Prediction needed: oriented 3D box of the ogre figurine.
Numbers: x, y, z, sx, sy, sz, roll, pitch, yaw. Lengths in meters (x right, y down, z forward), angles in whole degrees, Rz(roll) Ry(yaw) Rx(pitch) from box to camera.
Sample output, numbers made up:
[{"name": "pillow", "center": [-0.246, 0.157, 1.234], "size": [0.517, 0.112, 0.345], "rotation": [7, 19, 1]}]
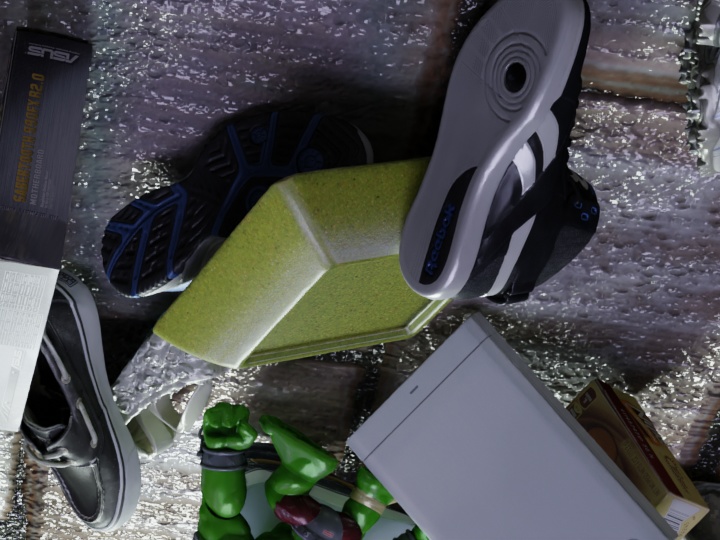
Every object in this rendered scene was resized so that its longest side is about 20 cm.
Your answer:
[{"name": "ogre figurine", "center": [-0.039, 0.180, 1.702], "size": [0.199, 0.120, 0.098], "rotation": [27, -175, -36]}]

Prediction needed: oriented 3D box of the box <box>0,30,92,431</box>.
[{"name": "box", "center": [-0.206, -0.020, 1.465], "size": [0.048, 0.159, 0.200], "rotation": [10, 148, -9]}]

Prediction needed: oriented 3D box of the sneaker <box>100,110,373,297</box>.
[{"name": "sneaker", "center": [-0.069, -0.042, 1.512], "size": [0.199, 0.076, 0.077], "rotation": [-24, 164, 33]}]

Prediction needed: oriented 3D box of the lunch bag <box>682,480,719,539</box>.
[{"name": "lunch bag", "center": [0.267, 0.249, 1.871], "size": [0.199, 0.118, 0.164], "rotation": [24, 143, -18]}]

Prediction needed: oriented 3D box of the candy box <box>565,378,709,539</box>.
[{"name": "candy box", "center": [0.137, 0.188, 1.712], "size": [0.055, 0.116, 0.200], "rotation": [26, 114, -42]}]

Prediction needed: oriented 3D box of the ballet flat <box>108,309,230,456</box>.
[{"name": "ballet flat", "center": [-0.148, 0.093, 1.702], "size": [0.071, 0.072, 0.200], "rotation": [17, 145, -20]}]

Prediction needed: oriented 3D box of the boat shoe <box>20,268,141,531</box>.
[{"name": "boat shoe", "center": [-0.204, 0.099, 1.659], "size": [0.070, 0.064, 0.201], "rotation": [6, 122, 32]}]

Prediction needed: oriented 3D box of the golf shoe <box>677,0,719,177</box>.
[{"name": "golf shoe", "center": [0.225, -0.119, 1.344], "size": [0.096, 0.079, 0.200], "rotation": [-3, 148, 0]}]

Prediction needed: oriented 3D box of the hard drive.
[{"name": "hard drive", "center": [0.100, 0.146, 1.650], "size": [0.132, 0.200, 0.027], "rotation": [-46, 170, 21]}]

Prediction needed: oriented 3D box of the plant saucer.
[{"name": "plant saucer", "center": [0.000, 0.000, 1.496], "size": [0.199, 0.048, 0.200], "rotation": [-9, 157, -34]}]

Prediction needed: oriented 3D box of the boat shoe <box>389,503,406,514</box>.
[{"name": "boat shoe", "center": [0.000, 0.206, 1.884], "size": [0.199, 0.057, 0.067], "rotation": [-23, 138, 36]}]

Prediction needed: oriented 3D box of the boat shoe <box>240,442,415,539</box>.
[{"name": "boat shoe", "center": [-0.011, 0.184, 1.810], "size": [0.199, 0.091, 0.071], "rotation": [26, 104, -17]}]

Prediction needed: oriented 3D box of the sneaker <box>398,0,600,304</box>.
[{"name": "sneaker", "center": [0.102, -0.074, 1.409], "size": [0.111, 0.073, 0.201], "rotation": [3, 121, -41]}]
